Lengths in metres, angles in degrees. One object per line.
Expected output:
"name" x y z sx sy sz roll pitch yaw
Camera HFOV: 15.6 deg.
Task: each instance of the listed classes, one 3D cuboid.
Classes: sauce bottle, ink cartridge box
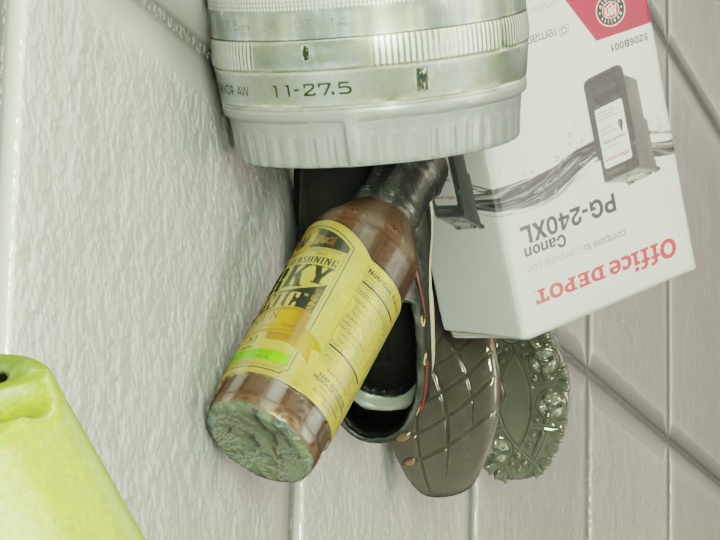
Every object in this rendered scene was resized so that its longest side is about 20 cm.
"sauce bottle" -0.011 0.013 1.336 0.201 0.064 0.065 -62 148 -36
"ink cartridge box" 0.106 -0.074 1.543 0.145 0.083 0.201 -21 104 -33

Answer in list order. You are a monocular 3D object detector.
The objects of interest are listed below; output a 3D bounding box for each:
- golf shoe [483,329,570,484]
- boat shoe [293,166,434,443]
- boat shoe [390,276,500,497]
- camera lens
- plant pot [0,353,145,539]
"golf shoe" 0.106 0.041 1.801 0.097 0.078 0.201 -52 138 -75
"boat shoe" 0.003 0.000 1.440 0.063 0.073 0.202 -71 155 -58
"boat shoe" 0.054 0.038 1.619 0.072 0.075 0.202 8 82 -76
"camera lens" 0.001 -0.160 1.301 0.160 0.159 0.201 -36 122 -71
"plant pot" -0.126 0.135 0.824 0.201 0.199 0.185 -57 130 -63
